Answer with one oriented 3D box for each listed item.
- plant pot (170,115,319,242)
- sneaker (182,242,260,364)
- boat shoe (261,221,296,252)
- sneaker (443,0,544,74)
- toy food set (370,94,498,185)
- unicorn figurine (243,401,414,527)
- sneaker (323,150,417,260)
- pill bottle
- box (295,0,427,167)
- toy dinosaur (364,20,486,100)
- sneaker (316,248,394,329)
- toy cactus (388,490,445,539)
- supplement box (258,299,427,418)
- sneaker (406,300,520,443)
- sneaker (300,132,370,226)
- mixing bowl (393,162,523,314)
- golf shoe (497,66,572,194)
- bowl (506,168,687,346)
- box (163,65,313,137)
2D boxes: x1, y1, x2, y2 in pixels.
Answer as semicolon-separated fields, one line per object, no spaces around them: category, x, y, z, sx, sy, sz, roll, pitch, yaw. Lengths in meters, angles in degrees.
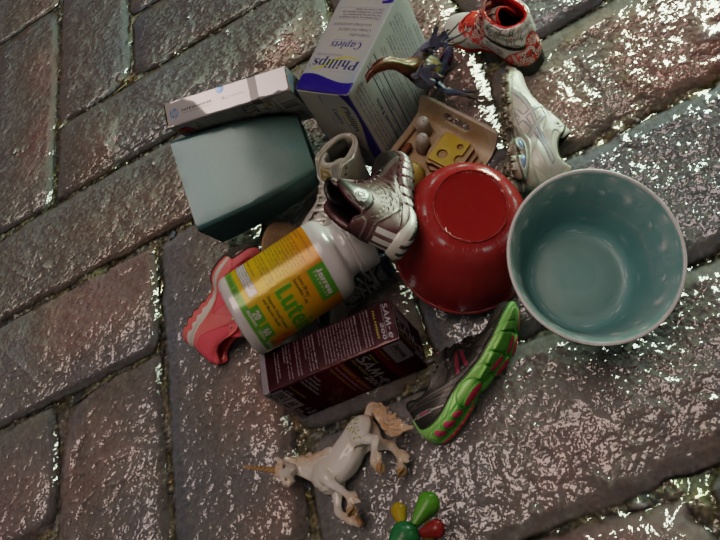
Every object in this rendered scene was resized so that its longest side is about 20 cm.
plant pot;-0.167;-0.154;1.118;0.195;0.141;0.145;-20;84;3
sneaker;-0.189;0.054;1.062;0.087;0.073;0.203;41;113;24
boat shoe;-0.119;0.010;1.066;0.070;0.066;0.203;7;43;-18
sneaker;0.193;-0.383;1.088;0.067;0.108;0.201;-46;53;-3
toy food set;0.090;-0.153;1.021;0.142;0.061;0.202;30;73;23
unicorn figurine;-0.027;0.247;0.896;0.198;0.075;0.137;-37;43;-13
sneaker;0.007;-0.106;0.890;0.076;0.113;0.202;-58;23;32
pill bottle;-0.076;0.008;0.923;0.197;0.112;0.112;-33;53;-4
box;0.015;-0.295;1.087;0.103;0.184;0.204;14;70;31
toy dinosaur;0.100;-0.318;1.065;0.194;0.182;0.108;3;98;-4
sneaker;0.000;0.000;1.006;0.083;0.077;0.204;16;73;28
toy cactus;0.026;0.337;0.763;0.102;0.165;0.200;44;93;17
supplement box;-0.023;0.120;0.931;0.196;0.109;0.062;-25;55;14
sneaker;0.126;0.113;0.877;0.083;0.077;0.201;34;82;32
sneaker;-0.053;-0.108;1.039;0.072;0.116;0.203;16;63;22
mixing bowl;0.135;-0.060;0.903;0.194;0.109;0.206;0;69;1
golf shoe;0.244;-0.200;1.000;0.094;0.079;0.205;-4;65;4
bowl;0.262;-0.003;0.829;0.195;0.105;0.207;-1;74;3
box;-0.178;-0.246;1.093;0.195;0.156;0.042;-15;85;13
